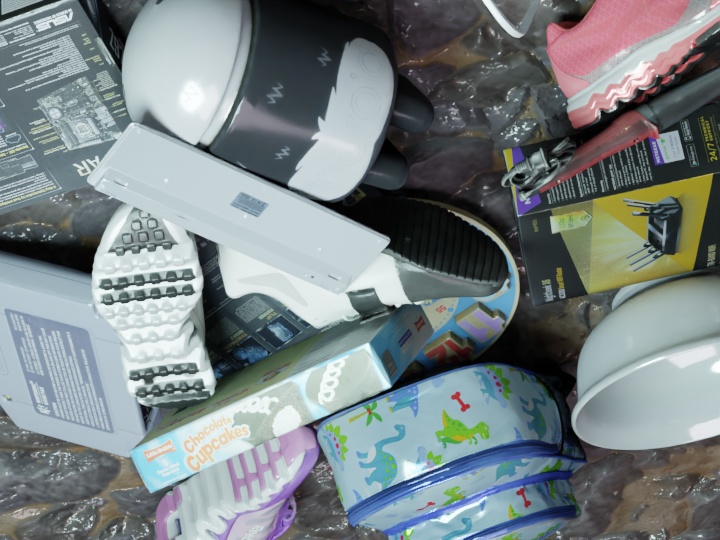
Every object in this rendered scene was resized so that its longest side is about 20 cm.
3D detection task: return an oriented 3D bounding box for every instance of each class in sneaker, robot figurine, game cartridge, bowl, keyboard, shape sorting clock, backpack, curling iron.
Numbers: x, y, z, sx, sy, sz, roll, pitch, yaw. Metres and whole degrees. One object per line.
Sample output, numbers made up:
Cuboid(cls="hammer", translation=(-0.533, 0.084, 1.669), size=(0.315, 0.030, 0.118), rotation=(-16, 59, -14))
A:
Cuboid(cls="sneaker", translation=(-0.138, 0.008, 1.520), size=(0.074, 0.082, 0.201), rotation=(-1, 143, 0))
Cuboid(cls="sneaker", translation=(0.195, -0.171, 1.459), size=(0.200, 0.087, 0.074), rotation=(-34, 169, 33))
Cuboid(cls="robot figurine", translation=(-0.055, -0.116, 1.449), size=(0.199, 0.152, 0.125), rotation=(17, 157, -24))
Cuboid(cls="sneaker", translation=(0.000, 0.000, 1.533), size=(0.198, 0.074, 0.089), rotation=(11, 125, 5))
Cuboid(cls="game cartridge", translation=(-0.219, 0.060, 1.647), size=(0.132, 0.041, 0.201), rotation=(11, 145, 11))
Cuboid(cls="bowl", translation=(0.246, 0.055, 1.711), size=(0.199, 0.091, 0.201), rotation=(-11, 154, -5))
Cuboid(cls="keyboard", translation=(-0.075, -0.038, 1.434), size=(0.199, 0.011, 0.056), rotation=(24, 120, -30))
Cuboid(cls="shape sorting clock", translation=(0.020, 0.021, 1.686), size=(0.198, 0.039, 0.201), rotation=(-6, 139, -5))
Cuboid(cls="sneaker", translation=(-0.084, 0.178, 1.826), size=(0.088, 0.081, 0.200), rotation=(12, 140, -33))
Cuboid(cls="backpack", translation=(0.073, 0.149, 1.715), size=(0.182, 0.148, 0.200), rotation=(-24, 162, 16))
Cuboid(cls="curling iron", translation=(0.182, -0.095, 1.473), size=(0.199, 0.026, 0.050), rotation=(-26, 174, -12))

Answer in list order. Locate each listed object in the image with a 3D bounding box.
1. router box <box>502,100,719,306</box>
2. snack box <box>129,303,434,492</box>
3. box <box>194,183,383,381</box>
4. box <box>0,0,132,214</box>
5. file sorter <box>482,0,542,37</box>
Cuboid(cls="router box", translation=(0.185, -0.043, 1.583), size=(0.156, 0.053, 0.200), rotation=(-13, 160, 4))
Cuboid(cls="snack box", translation=(-0.054, 0.084, 1.570), size=(0.199, 0.116, 0.037), rotation=(-25, 98, 22))
Cuboid(cls="box", translation=(-0.066, 0.003, 1.614), size=(0.200, 0.051, 0.157), rotation=(-36, 118, 29))
Cuboid(cls="box", translation=(-0.244, -0.108, 1.482), size=(0.198, 0.044, 0.161), rotation=(-18, 139, 10))
Cuboid(cls="file sorter", translation=(0.134, -0.247, 1.293), size=(0.199, 0.125, 0.139), rotation=(-32, 103, 25))
